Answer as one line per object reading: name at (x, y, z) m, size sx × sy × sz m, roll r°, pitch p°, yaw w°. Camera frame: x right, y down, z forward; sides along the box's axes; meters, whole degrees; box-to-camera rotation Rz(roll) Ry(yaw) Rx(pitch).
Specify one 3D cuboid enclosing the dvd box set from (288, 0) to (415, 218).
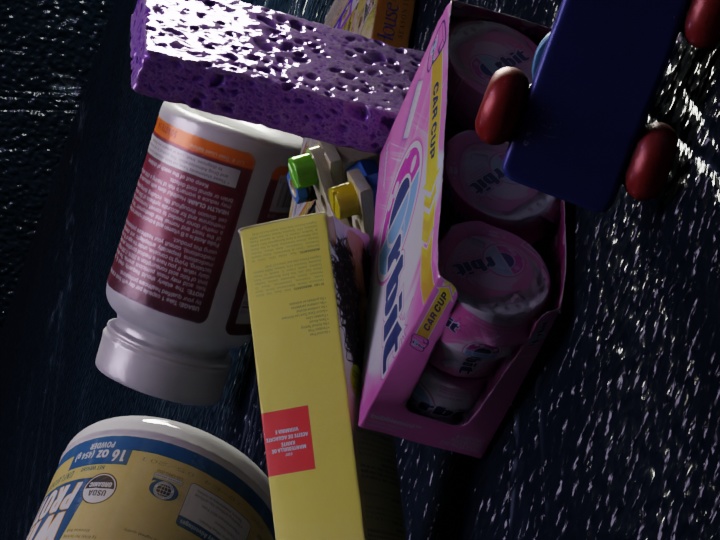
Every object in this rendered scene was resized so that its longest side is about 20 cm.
dvd box set at (-0.003, -0.122, 1.910) m, size 0.146 × 0.029 × 0.201 m, roll 123°, pitch 160°, yaw -54°

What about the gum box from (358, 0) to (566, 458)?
gum box at (0.051, -0.017, 1.421) m, size 0.114 × 0.066 × 0.201 m, roll 115°, pitch 165°, yaw -45°

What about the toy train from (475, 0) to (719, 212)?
toy train at (0.119, -0.135, 1.250) m, size 0.116 × 0.084 × 0.201 m, roll -66°, pitch -4°, yaw -72°

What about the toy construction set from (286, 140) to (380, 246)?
toy construction set at (0.000, 0.000, 1.621) m, size 0.201 × 0.092 × 0.131 m, roll 107°, pitch 146°, yaw -41°

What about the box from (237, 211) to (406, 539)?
box at (-0.016, 0.077, 1.439) m, size 0.075 × 0.050 × 0.201 m, roll 22°, pitch -120°, yaw -70°

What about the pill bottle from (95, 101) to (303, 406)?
pill bottle at (-0.117, -0.013, 2.103) m, size 0.114 × 0.114 × 0.201 m, roll -124°, pitch 52°, yaw -75°

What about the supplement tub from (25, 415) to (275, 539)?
supplement tub at (-0.137, 0.202, 1.717) m, size 0.145 × 0.144 × 0.201 m, roll 121°, pitch 172°, yaw -52°

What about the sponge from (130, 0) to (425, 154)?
sponge at (-0.024, -0.102, 1.565) m, size 0.112 × 0.199 × 0.030 m, roll -97°, pitch 23°, yaw -65°
